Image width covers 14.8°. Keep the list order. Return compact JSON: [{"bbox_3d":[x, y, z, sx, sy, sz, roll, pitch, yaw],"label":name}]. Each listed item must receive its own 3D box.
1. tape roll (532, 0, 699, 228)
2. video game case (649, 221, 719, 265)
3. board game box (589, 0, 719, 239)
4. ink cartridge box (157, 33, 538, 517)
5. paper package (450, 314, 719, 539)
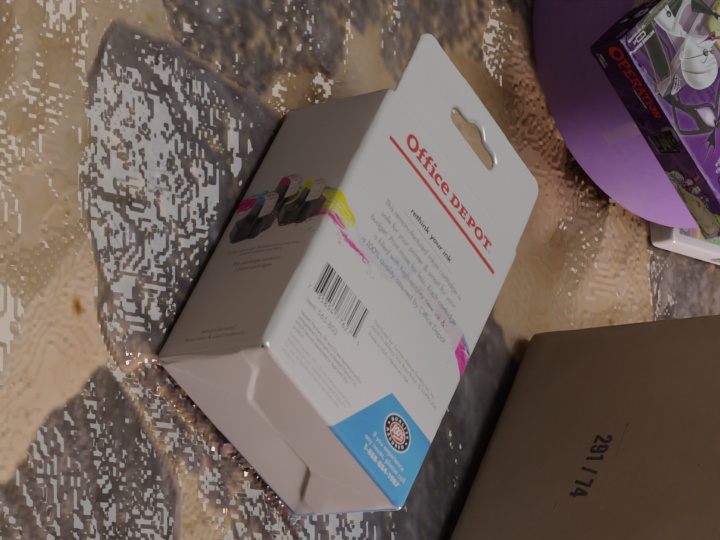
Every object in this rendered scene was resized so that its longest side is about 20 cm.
[{"bbox_3d":[0.194,-0.127,1.491,0.200,0.085,0.201,8,76,-36],"label":"tape roll"},{"bbox_3d":[0.230,-0.069,1.610,0.200,0.018,0.144,14,72,-49],"label":"video game case"},{"bbox_3d":[0.211,-0.121,1.434,0.200,0.032,0.120,-44,112,-34],"label":"board game box"},{"bbox_3d":[0.000,0.000,1.275,0.115,0.068,0.200,52,48,-31],"label":"ink cartridge box"},{"bbox_3d":[0.148,0.125,1.335,0.104,0.190,0.200,50,49,-32],"label":"paper package"}]
